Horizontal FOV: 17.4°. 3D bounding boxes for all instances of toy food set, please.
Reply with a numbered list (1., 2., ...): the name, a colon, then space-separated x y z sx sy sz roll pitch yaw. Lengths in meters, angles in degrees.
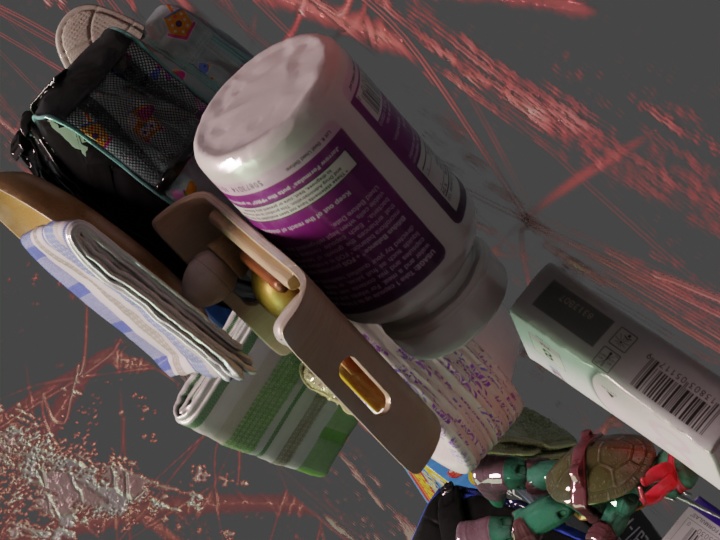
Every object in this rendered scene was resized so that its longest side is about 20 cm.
1. toy food set: -0.043 0.040 1.434 0.144 0.060 0.200 48 175 -33

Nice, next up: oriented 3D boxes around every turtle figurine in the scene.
1. turtle figurine: 0.169 0.157 1.630 0.200 0.150 0.101 -9 114 28

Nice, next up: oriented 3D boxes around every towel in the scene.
1. towel: 0.062 0.106 1.830 0.148 0.037 0.200 6 -167 -44
2. towel: -0.054 0.081 1.882 0.031 0.149 0.200 36 -176 36
3. towel: -0.147 0.021 1.501 0.147 0.024 0.200 40 168 -13

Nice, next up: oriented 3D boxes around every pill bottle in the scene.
1. pill bottle: 0.000 -0.039 1.428 0.200 0.112 0.112 48 168 -28

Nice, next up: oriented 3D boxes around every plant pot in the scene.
1. plant pot: -0.175 -0.007 1.595 0.200 0.028 0.200 36 169 8

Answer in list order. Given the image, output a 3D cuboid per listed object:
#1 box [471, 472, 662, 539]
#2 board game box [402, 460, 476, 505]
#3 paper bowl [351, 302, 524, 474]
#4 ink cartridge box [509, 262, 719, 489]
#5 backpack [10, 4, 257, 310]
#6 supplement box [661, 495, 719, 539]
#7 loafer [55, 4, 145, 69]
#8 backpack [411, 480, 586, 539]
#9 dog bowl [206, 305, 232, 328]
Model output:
1. box: 0.152 0.173 1.933 0.200 0.044 0.160 30 164 46
2. board game box: 0.128 0.215 2.158 0.196 0.056 0.200 35 168 28
3. paper bowl: 0.032 0.042 1.664 0.201 0.104 0.201 39 169 9
4. ink cartridge box: 0.184 0.093 1.489 0.162 0.057 0.200 35 163 29
5. backpack: -0.115 -0.071 1.593 0.200 0.153 0.176 45 163 -3
6. supplement box: 0.224 0.280 1.677 0.101 0.200 0.103 36 168 30
7. loafer: -0.140 -0.119 1.737 0.200 0.072 0.063 37 176 8
8. backpack: 0.141 0.267 1.828 0.168 0.163 0.200 23 174 -40
9. dog bowl: -0.085 0.030 1.912 0.200 0.050 0.112 0 -123 -45
